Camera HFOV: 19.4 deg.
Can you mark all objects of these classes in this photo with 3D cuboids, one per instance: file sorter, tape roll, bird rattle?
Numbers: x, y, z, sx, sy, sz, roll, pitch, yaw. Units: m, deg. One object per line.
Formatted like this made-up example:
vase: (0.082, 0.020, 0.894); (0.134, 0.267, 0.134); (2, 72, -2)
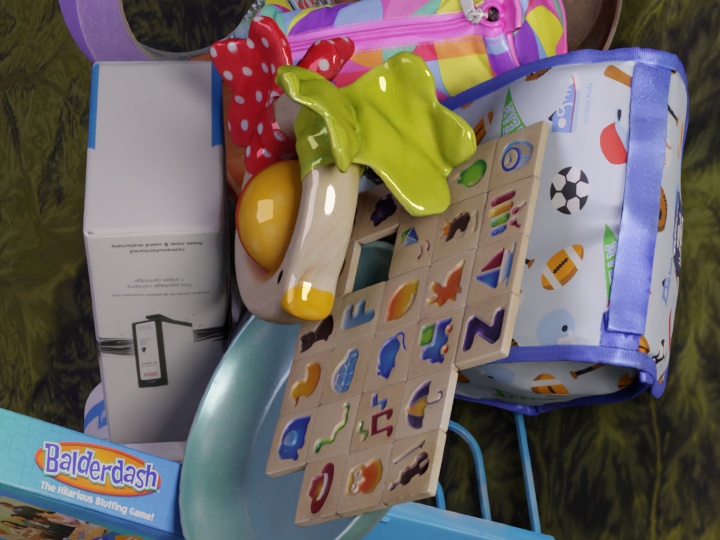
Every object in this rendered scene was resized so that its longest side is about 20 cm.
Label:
file sorter: (-0.001, 0.153, 1.238); (0.200, 0.138, 0.123); (-51, 33, 41)
tape roll: (-0.124, -0.219, 1.570); (0.066, 0.199, 0.201); (41, 114, 60)
bird rattle: (-0.039, -0.055, 1.130); (0.200, 0.112, 0.164); (16, 93, 60)

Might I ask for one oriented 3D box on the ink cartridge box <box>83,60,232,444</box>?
ink cartridge box: (-0.123, -0.009, 1.304); (0.201, 0.084, 0.147); (91, 176, -49)

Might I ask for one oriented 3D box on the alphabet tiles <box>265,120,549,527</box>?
alphabet tiles: (0.020, 0.031, 1.069); (0.167, 0.008, 0.201); (-19, 49, 45)

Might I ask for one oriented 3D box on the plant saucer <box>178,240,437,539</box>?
plant saucer: (-0.020, 0.081, 1.120); (0.200, 0.036, 0.201); (-35, 38, 33)

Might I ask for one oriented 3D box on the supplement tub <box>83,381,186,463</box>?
supplement tub: (-0.132, 0.180, 1.482); (0.132, 0.131, 0.201); (-43, 42, 48)

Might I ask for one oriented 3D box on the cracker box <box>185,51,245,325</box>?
cracker box: (-0.092, -0.039, 1.459); (0.134, 0.057, 0.200); (56, 156, 24)

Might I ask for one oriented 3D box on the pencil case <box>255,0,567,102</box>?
pencil case: (0.026, -0.130, 1.233); (0.199, 0.088, 0.089); (-7, 69, 33)

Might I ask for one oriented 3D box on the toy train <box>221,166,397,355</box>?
toy train: (0.000, 0.000, 1.263); (0.085, 0.114, 0.201); (39, 106, 27)

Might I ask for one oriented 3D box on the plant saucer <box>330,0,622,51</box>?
plant saucer: (0.069, -0.187, 1.251); (0.034, 0.200, 0.201); (-41, -10, -51)

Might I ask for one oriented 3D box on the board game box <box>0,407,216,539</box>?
board game box: (-0.176, 0.138, 1.216); (0.152, 0.199, 0.045); (-35, 41, 55)

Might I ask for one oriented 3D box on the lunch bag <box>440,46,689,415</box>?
lunch bag: (0.108, -0.017, 1.119); (0.200, 0.123, 0.171); (155, 124, -67)

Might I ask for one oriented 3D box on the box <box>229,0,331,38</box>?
box: (-0.004, -0.110, 1.375); (0.201, 0.038, 0.137); (59, 136, 19)
